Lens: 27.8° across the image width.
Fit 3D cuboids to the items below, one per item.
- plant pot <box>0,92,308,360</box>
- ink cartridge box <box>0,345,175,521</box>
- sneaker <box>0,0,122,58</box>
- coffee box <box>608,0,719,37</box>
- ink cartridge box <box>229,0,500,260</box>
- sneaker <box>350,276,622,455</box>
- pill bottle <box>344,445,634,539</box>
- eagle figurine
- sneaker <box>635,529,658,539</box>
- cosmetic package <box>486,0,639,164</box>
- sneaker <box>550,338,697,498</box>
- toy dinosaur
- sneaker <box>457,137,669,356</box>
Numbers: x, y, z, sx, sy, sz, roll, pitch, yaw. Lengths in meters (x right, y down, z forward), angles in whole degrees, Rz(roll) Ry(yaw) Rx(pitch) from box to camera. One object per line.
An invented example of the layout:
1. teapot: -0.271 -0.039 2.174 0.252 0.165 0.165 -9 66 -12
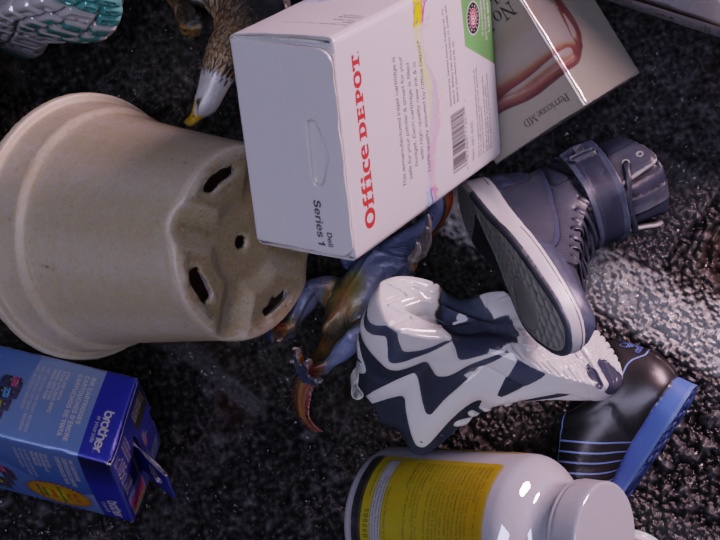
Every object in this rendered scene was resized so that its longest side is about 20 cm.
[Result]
1. plant pot: -0.140 -0.024 1.038 0.183 0.200 0.202 7 97 42
2. ink cartridge box: -0.235 0.125 1.125 0.198 0.137 0.077 11 63 6
3. sneaker: -0.238 -0.218 1.087 0.199 0.077 0.092 2 81 51
4. coffee box: 0.276 -0.226 1.053 0.198 0.080 0.114 19 97 6
5. ink cartridge box: 0.009 -0.114 0.973 0.083 0.200 0.146 10 119 32
6. sneaker: 0.083 0.083 1.076 0.197 0.080 0.130 8 136 -19
7. pill bottle: 0.093 0.188 1.061 0.199 0.112 0.113 -2 96 41
8. eagle figurine: -0.075 -0.158 1.075 0.200 0.151 0.152 37 127 29
9. sneaker: 0.185 0.301 1.108 0.077 0.091 0.202 10 97 8
10. cosmetic package: 0.099 -0.194 1.061 0.103 0.087 0.201 -34 89 44
11. sneaker: 0.174 0.147 1.114 0.078 0.070 0.201 36 101 20
12. toy dinosaur: 0.000 0.000 1.132 0.181 0.201 0.105 -38 69 -23
13. sneaker: 0.165 -0.025 1.036 0.145 0.203 0.077 -14 125 -7
